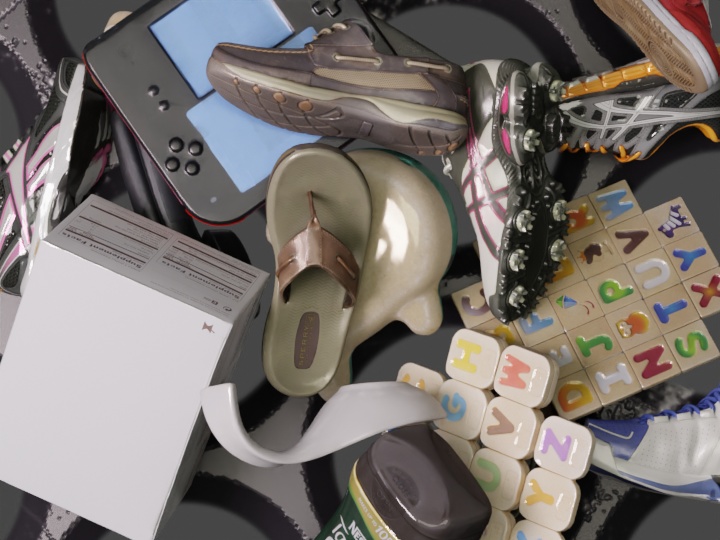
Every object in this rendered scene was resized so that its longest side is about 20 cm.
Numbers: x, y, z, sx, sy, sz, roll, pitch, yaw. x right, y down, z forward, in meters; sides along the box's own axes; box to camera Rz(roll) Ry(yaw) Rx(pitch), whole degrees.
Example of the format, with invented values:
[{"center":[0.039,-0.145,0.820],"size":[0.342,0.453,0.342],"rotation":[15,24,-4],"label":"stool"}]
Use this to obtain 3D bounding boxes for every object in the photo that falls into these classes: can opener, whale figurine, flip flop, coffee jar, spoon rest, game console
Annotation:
[{"center":[-0.151,-0.040,1.733],"size":[0.063,0.078,0.201],"rotation":[-32,81,39],"label":"can opener"},{"center":[0.000,0.000,1.708],"size":[0.158,0.104,0.201],"rotation":[29,112,14],"label":"whale figurine"},{"center":[-0.034,0.004,1.618],"size":[0.080,0.058,0.201],"rotation":[5,109,-10],"label":"flip flop"},{"center":[0.016,0.211,1.636],"size":[0.104,0.085,0.201],"rotation":[52,130,28],"label":"coffee jar"},{"center":[-0.025,0.113,1.623],"size":[0.199,0.099,0.061],"rotation":[3,80,-36],"label":"spoon rest"},{"center":[-0.083,-0.149,1.664],"size":[0.199,0.031,0.177],"rotation":[-35,91,-7],"label":"game console"}]

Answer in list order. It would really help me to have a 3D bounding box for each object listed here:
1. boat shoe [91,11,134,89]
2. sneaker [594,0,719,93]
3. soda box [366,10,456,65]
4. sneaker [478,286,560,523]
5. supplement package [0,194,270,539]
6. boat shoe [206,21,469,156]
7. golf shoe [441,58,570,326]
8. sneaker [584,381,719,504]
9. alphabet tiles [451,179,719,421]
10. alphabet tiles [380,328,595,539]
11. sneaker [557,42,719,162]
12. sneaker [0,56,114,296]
[{"center":[-0.109,-0.145,1.721],"size":[0.199,0.072,0.065],"rotation":[21,53,-9],"label":"boat shoe"},{"center":[0.250,-0.214,1.667],"size":[0.112,0.200,0.071],"rotation":[-27,130,-4],"label":"sneaker"},{"center":[-0.015,-0.172,1.724],"size":[0.199,0.063,0.071],"rotation":[31,90,4],"label":"soda box"},{"center":[0.127,0.108,1.694],"size":[0.070,0.076,0.202],"rotation":[8,88,3],"label":"sneaker"},{"center":[-0.182,0.074,1.658],"size":[0.155,0.111,0.201],"rotation":[24,113,4],"label":"supplement package"},{"center":[-0.015,-0.141,1.628],"size":[0.199,0.075,0.074],"rotation":[14,72,-10],"label":"boat shoe"},{"center":[0.108,-0.062,1.671],"size":[0.088,0.077,0.202],"rotation":[13,106,39],"label":"golf shoe"},{"center":[0.269,0.121,1.692],"size":[0.198,0.081,0.116],"rotation":[12,84,-4],"label":"sneaker"},{"center":[0.180,0.022,1.695],"size":[0.199,0.006,0.167],"rotation":[-23,65,-6],"label":"alphabet tiles"},{"center":[0.085,0.150,1.661],"size":[0.195,0.015,0.201],"rotation":[20,97,42],"label":"alphabet tiles"},{"center":[0.194,-0.118,1.707],"size":[0.199,0.078,0.078],"rotation":[-15,97,4],"label":"sneaker"},{"center":[-0.256,-0.075,1.725],"size":[0.086,0.080,0.201],"rotation":[12,82,14],"label":"sneaker"}]
